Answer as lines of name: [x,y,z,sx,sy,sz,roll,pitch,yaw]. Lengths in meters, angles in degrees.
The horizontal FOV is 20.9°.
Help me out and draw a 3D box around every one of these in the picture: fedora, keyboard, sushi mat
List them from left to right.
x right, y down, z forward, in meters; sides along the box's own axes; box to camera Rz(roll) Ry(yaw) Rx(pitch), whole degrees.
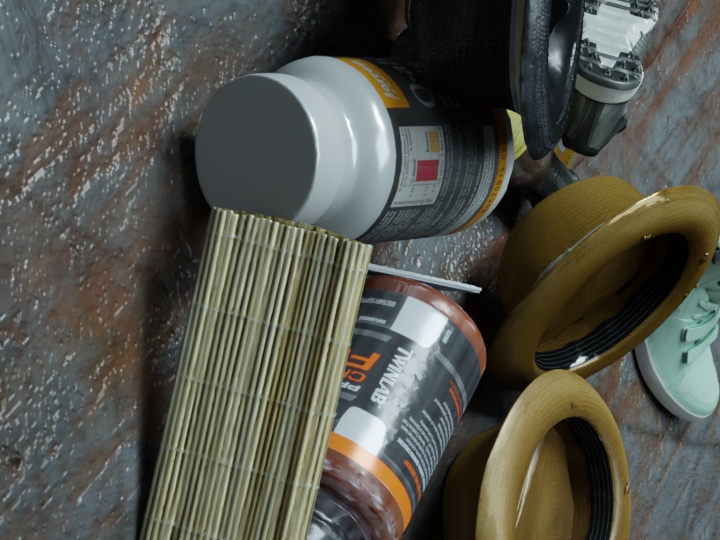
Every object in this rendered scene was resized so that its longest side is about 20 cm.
sushi mat: [-0.060,0.069,1.100,0.012,0.095,0.201,17,86,-80]
keyboard: [0.000,0.000,1.242,0.200,0.056,0.011,11,78,-52]
fedora: [0.084,-0.167,1.193,0.201,0.091,0.201,5,90,-76]
fedora: [0.113,0.166,1.352,0.200,0.082,0.201,6,82,-51]
fedora: [0.158,-0.003,1.377,0.200,0.201,0.082,11,35,-52]

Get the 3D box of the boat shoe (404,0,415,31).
boat shoe: [0.036,-0.250,1.301,0.071,0.062,0.201,54,35,-74]

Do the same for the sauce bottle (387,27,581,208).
sauce bottle: [0.094,-0.100,1.372,0.200,0.065,0.065,43,54,-41]

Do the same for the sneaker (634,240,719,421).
sneaker: [0.281,0.036,1.560,0.074,0.118,0.201,-49,125,-46]

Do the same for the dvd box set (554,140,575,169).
dvd box set: [0.119,-0.189,1.441,0.200,0.029,0.147,52,47,-35]

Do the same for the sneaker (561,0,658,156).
sneaker: [0.174,-0.148,1.433,0.200,0.066,0.091,-69,176,-58]

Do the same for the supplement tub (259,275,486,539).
supplement tub: [-0.004,0.104,1.185,0.107,0.107,0.200,58,44,-31]

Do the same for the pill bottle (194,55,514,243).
pill bottle: [-0.002,-0.073,1.200,0.200,0.116,0.117,-7,91,-53]
